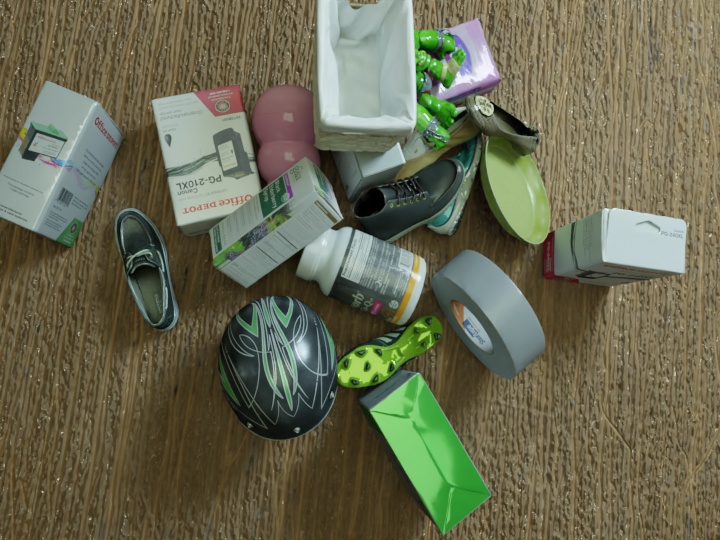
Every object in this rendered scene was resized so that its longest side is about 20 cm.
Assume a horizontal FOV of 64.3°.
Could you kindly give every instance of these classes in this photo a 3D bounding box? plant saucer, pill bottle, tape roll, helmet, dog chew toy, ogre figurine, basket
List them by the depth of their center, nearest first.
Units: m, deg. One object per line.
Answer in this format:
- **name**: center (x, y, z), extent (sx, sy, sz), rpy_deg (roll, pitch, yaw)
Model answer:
- **basket**: center (-0.001, -0.276, 0.798), extent (0.130, 0.123, 0.208), rpy_deg (0, 84, -10)
- **helmet**: center (-0.122, 0.141, 0.853), extent (0.192, 0.191, 0.208), rpy_deg (1, 82, -9)
- **tape roll**: center (0.198, 0.070, 0.907), extent (0.065, 0.200, 0.203), rpy_deg (-36, 89, -11)
- **ogre figurine**: center (0.097, -0.302, 0.913), extent (0.116, 0.098, 0.207), rpy_deg (12, 92, -21)
- **pill bottle**: center (0.000, 0.000, 0.928), extent (0.194, 0.116, 0.120), rpy_deg (22, 81, -5)
- **dog chew toy**: center (-0.116, -0.190, 0.934), extent (0.120, 0.124, 0.208), rpy_deg (-1, 92, -9)
- **plant saucer**: center (0.261, -0.139, 0.983), extent (0.196, 0.031, 0.207), rpy_deg (21, 60, -39)

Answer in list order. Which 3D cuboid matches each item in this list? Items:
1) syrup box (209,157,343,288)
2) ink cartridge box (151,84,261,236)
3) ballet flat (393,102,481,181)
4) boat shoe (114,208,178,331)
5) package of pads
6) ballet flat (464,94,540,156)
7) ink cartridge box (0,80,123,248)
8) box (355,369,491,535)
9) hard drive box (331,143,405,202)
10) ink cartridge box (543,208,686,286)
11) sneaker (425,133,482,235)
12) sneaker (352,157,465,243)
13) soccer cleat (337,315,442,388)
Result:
- **syrup box**: center (-0.130, -0.070, 0.869), extent (0.197, 0.081, 0.080), rpy_deg (-34, 49, 15)
- **ink cartridge box**: center (-0.241, -0.175, 0.926), extent (0.140, 0.084, 0.207), rpy_deg (-13, 86, -9)
- **ballet flat**: center (0.122, -0.224, 0.977), extent (0.197, 0.069, 0.063), rpy_deg (-33, 130, 5)
- **boat shoe**: center (-0.334, -0.006, 0.899), extent (0.070, 0.071, 0.205), rpy_deg (-23, 87, -10)
- **package of pads**: center (0.139, -0.352, 1.010), extent (0.194, 0.076, 0.124), rpy_deg (-21, 84, -10)
- **ballet flat**: center (0.241, -0.244, 0.948), extent (0.196, 0.046, 0.070), rpy_deg (18, 61, -41)
- **ink cartridge box**: center (-0.451, -0.153, 0.860), extent (0.082, 0.145, 0.206), rpy_deg (22, 81, -5)
- **box**: center (0.088, 0.263, 0.880), extent (0.095, 0.176, 0.204), rpy_deg (-31, 89, -11)
- **hard drive box**: center (-0.009, -0.235, 0.934), extent (0.075, 0.156, 0.206), rpy_deg (-18, 87, -11)
- **ink cartridge box**: center (0.413, -0.031, 0.952), extent (0.140, 0.200, 0.087), rpy_deg (7, 82, -7)
- **sneaker**: center (0.162, -0.164, 0.996), extent (0.077, 0.078, 0.205), rpy_deg (21, 78, 8)
- **sneaker**: center (0.082, -0.123, 0.929), extent (0.198, 0.106, 0.076), rpy_deg (-38, 65, 6)
- **soccer cleat**: center (0.046, 0.135, 0.934), extent (0.195, 0.081, 0.069), rpy_deg (-25, 85, -13)
